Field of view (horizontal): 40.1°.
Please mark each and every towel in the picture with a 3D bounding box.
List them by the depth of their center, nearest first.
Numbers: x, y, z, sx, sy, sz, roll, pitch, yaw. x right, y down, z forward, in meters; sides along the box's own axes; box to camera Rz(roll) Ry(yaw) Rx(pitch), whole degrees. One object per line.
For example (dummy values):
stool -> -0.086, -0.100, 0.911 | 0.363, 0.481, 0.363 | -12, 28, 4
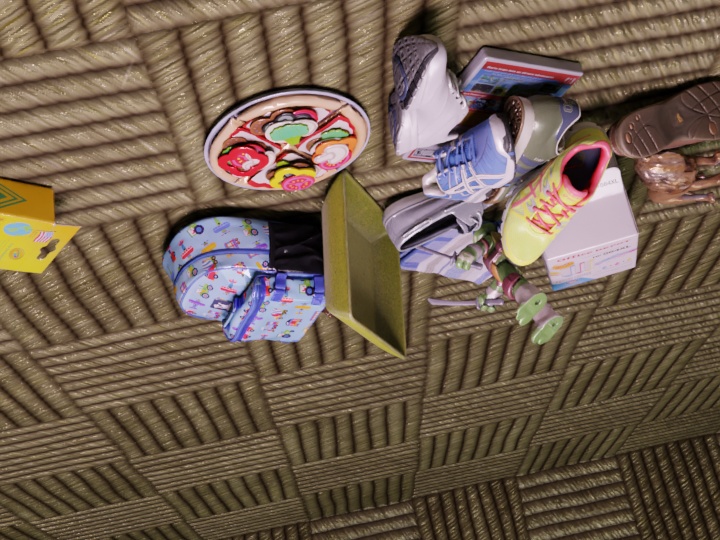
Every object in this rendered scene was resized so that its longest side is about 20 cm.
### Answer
towel -> 0.166, -0.029, 1.517 | 0.198, 0.024, 0.146 | 11, 145, -41

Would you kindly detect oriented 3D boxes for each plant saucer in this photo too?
plant saucer -> 0.000, 0.000, 1.297 | 0.047, 0.203, 0.200 | -11, 157, 19

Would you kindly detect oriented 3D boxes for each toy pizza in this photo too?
toy pizza -> -0.083, -0.141, 1.153 | 0.197, 0.032, 0.201 | -10, 155, -5

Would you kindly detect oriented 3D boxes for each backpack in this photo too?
backpack -> -0.158, 0.010, 1.316 | 0.197, 0.136, 0.183 | 6, 149, -28

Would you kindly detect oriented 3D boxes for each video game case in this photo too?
video game case -> 0.153, -0.189, 1.184 | 0.141, 0.018, 0.200 | 2, 151, -29

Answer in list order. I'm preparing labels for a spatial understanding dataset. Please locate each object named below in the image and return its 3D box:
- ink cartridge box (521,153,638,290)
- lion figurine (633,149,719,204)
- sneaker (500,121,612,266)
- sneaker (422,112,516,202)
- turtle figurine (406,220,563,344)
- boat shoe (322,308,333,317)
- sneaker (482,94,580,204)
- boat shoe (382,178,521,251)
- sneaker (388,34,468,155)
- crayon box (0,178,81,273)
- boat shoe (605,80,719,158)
ink cartridge box -> 0.300, -0.069, 1.348 | 0.127, 0.127, 0.200 | -17, 163, 10
lion figurine -> 0.442, -0.125, 1.396 | 0.121, 0.074, 0.200 | -8, 160, 7
sneaker -> 0.240, -0.091, 1.214 | 0.077, 0.090, 0.202 | 28, 101, -10
sneaker -> 0.130, -0.124, 1.171 | 0.076, 0.077, 0.200 | -6, 164, -12
turtle figurine -> 0.175, 0.027, 1.376 | 0.198, 0.194, 0.145 | -18, 133, -20
boat shoe -> -0.034, 0.032, 1.416 | 0.071, 0.070, 0.200 | -52, -173, -6
sneaker -> 0.206, -0.145, 1.199 | 0.088, 0.068, 0.201 | -8, 156, -12
boat shoe -> 0.130, -0.078, 1.330 | 0.198, 0.072, 0.070 | -21, 155, 2
sneaker -> 0.077, -0.196, 1.073 | 0.086, 0.076, 0.200 | -8, 163, -5
crayon box -> -0.440, -0.056, 1.137 | 0.198, 0.051, 0.127 | 11, 146, -40
boat shoe -> 0.401, -0.193, 1.252 | 0.197, 0.073, 0.068 | -17, -171, -11
